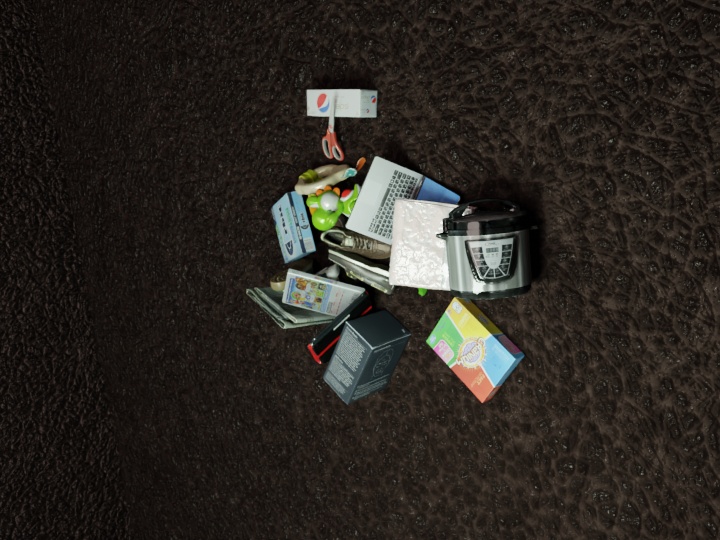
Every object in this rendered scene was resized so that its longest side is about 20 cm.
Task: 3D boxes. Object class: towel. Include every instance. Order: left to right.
[{"bbox_3d":[-0.191,0.092,1.828,0.192,0.200,0.035,38,118,34],"label":"towel"},{"bbox_3d":[0.160,-0.055,1.482,0.191,0.032,0.201,8,99,21],"label":"towel"}]

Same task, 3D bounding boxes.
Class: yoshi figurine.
[{"bbox_3d":[-0.041,-0.142,1.650,0.199,0.112,0.113,6,146,19],"label":"yoshi figurine"}]

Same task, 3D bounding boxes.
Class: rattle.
[{"bbox_3d":[-0.062,-0.210,1.725,0.200,0.130,0.143,-9,105,20],"label":"rattle"}]

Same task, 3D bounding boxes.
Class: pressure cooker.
[{"bbox_3d":[0.260,-0.049,1.354,0.178,0.176,0.201,2,100,47],"label":"pressure cooker"}]

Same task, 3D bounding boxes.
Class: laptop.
[{"bbox_3d":[0.093,-0.136,1.519,0.116,0.200,0.188,-105,37,-71],"label":"laptop"}]

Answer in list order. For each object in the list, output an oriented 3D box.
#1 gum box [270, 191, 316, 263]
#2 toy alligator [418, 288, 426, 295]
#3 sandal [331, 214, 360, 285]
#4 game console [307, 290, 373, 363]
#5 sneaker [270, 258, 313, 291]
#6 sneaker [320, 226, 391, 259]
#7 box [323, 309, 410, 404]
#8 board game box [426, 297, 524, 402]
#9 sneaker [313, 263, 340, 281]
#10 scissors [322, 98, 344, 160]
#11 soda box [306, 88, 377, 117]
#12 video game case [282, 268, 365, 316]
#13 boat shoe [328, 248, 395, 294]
[{"bbox_3d":[-0.192,-0.119,1.843,0.200,0.044,0.170,-20,85,68],"label":"gum box"},{"bbox_3d":[0.159,-0.025,1.548,0.059,0.054,0.200,35,122,34],"label":"toy alligator"},{"bbox_3d":[-0.050,-0.055,1.754,0.082,0.055,0.201,-16,87,46],"label":"sandal"},{"bbox_3d":[-0.047,0.147,1.667,0.031,0.200,0.177,42,167,22],"label":"game console"},{"bbox_3d":[-0.181,0.038,1.819,0.067,0.200,0.090,3,111,22],"label":"sneaker"},{"bbox_3d":[-0.010,-0.066,1.667,0.200,0.076,0.071,12,104,26],"label":"sneaker"},{"bbox_3d":[0.015,0.221,1.683,0.107,0.148,0.200,43,126,30],"label":"box"},{"bbox_3d":[0.259,0.177,1.502,0.200,0.040,0.153,47,129,28],"label":"board game box"},{"bbox_3d":[-0.076,0.059,1.759,0.130,0.079,0.199,62,162,-4],"label":"sneaker"},{"bbox_3d":[-0.080,-0.364,1.682,0.073,0.014,0.200,31,149,32],"label":"scissors"},{"bbox_3d":[-0.050,-0.425,1.664,0.200,0.064,0.068,15,109,43],"label":"soda box"},{"bbox_3d":[-0.098,0.065,1.694,0.143,0.199,0.018,110,174,-54],"label":"video game case"},{"bbox_3d":[0.000,0.000,1.671,0.201,0.072,0.061,22,106,21],"label":"boat shoe"}]
